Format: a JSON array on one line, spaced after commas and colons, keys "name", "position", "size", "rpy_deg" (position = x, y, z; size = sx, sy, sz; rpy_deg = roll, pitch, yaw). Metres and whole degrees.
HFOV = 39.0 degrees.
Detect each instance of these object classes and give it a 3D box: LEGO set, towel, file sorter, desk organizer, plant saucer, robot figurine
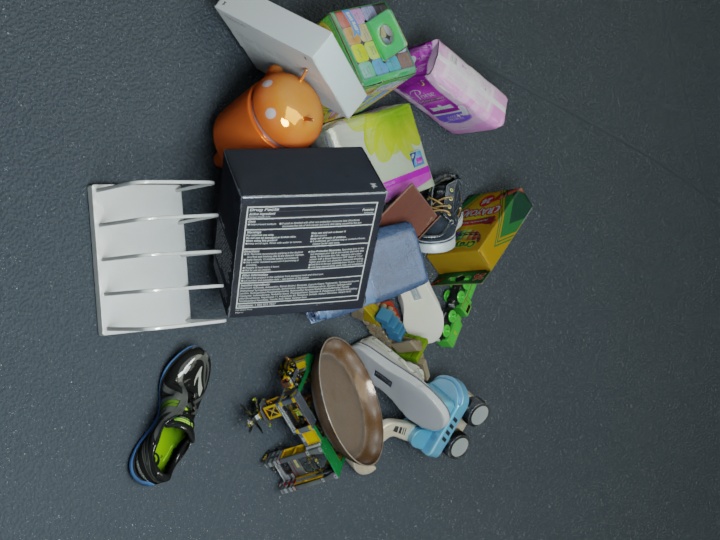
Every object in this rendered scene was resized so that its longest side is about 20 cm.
[{"name": "LEGO set", "position": [-0.102, 0.233, 1.521], "size": [0.200, 0.115, 0.154], "rpy_deg": [59, 23, -27]}, {"name": "towel", "position": [0.000, 0.000, 1.547], "size": [0.199, 0.048, 0.112], "rpy_deg": [-18, 102, -21]}, {"name": "file sorter", "position": [-0.265, -0.021, 1.355], "size": [0.138, 0.124, 0.201], "rpy_deg": [-4, 89, -43]}, {"name": "desk organizer", "position": [0.025, -0.048, 1.618], "size": [0.200, 0.072, 0.077], "rpy_deg": [-46, 114, -13]}, {"name": "plant saucer", "position": [-0.024, 0.200, 1.533], "size": [0.200, 0.032, 0.201], "rpy_deg": [51, 28, -42]}, {"name": "robot figurine", "position": [-0.131, -0.206, 1.436], "size": [0.117, 0.200, 0.144], "rpy_deg": [50, 46, -14]}]

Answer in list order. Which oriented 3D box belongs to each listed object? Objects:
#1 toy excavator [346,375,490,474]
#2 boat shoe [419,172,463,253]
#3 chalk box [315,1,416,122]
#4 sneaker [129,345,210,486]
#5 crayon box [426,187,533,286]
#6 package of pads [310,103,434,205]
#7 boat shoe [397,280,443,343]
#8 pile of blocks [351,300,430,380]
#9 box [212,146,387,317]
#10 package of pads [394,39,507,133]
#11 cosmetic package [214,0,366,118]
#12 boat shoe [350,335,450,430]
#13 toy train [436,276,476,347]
[{"name": "toy excavator", "position": [0.084, 0.252, 1.664], "size": [0.200, 0.100, 0.195], "rpy_deg": [24, 100, -40]}, {"name": "boat shoe", "position": [0.131, -0.099, 1.714], "size": [0.200, 0.070, 0.091], "rpy_deg": [-58, 147, -64]}, {"name": "chalk box", "position": [-0.010, -0.321, 1.544], "size": [0.123, 0.200, 0.125], "rpy_deg": [-23, 87, -40]}, {"name": "sneaker", "position": [-0.245, 0.200, 1.384], "size": [0.071, 0.082, 0.200], "rpy_deg": [36, 64, -35]}, {"name": "crayon box", "position": [0.203, -0.058, 1.782], "size": [0.051, 0.127, 0.200], "rpy_deg": [53, 54, -26]}, {"name": "package of pads", "position": [0.019, -0.182, 1.658], "size": [0.200, 0.068, 0.155], "rpy_deg": [-25, 100, -40]}, {"name": "boat shoe", "position": [0.089, 0.034, 1.713], "size": [0.069, 0.072, 0.200], "rpy_deg": [-90, 156, -54]}, {"name": "pile of blocks", "position": [0.062, 0.094, 1.673], "size": [0.200, 0.082, 0.062], "rpy_deg": [52, 51, -28]}, {"name": "box", "position": [-0.086, -0.055, 1.375], "size": [0.199, 0.123, 0.199], "rpy_deg": [-3, 130, -20]}, {"name": "package of pads", "position": [0.151, -0.311, 1.759], "size": [0.200, 0.120, 0.076], "rpy_deg": [30, 67, -37]}, {"name": "cosmetic package", "position": [-0.098, -0.312, 1.447], "size": [0.052, 0.200, 0.151], "rpy_deg": [-53, 150, -7]}, {"name": "boat shoe", "position": [0.071, 0.173, 1.625], "size": [0.070, 0.200, 0.071], "rpy_deg": [-33, 149, -43]}, {"name": "toy train", "position": [0.178, 0.047, 1.813], "size": [0.056, 0.042, 0.201], "rpy_deg": [49, 56, -40]}]
